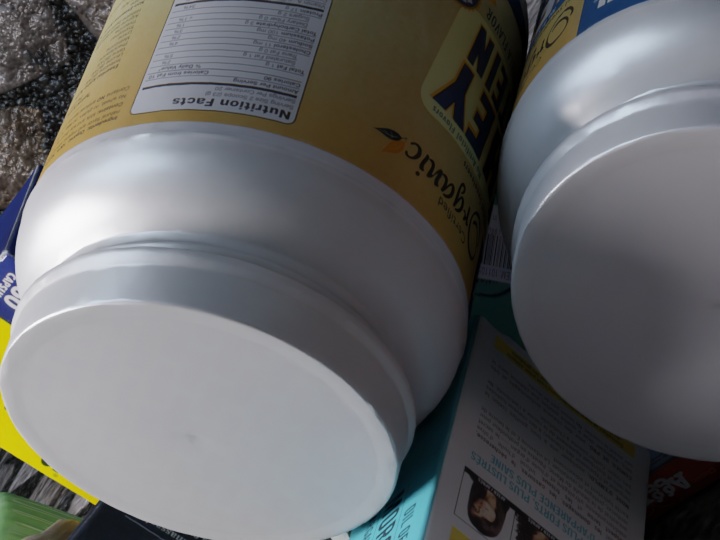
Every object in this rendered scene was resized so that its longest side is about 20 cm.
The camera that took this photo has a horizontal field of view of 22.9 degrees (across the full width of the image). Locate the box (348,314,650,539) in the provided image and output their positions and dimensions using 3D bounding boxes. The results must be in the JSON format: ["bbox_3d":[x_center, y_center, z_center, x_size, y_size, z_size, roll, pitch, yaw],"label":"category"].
[{"bbox_3d":[0.038,0.102,0.536,0.049,0.082,0.200,-46,12,30],"label":"box"}]

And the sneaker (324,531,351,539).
[{"bbox_3d":[-0.015,0.115,0.622,0.200,0.088,0.074,-116,22,-52],"label":"sneaker"}]

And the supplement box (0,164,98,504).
[{"bbox_3d":[-0.136,0.054,1.004,0.109,0.200,0.110,-48,18,23],"label":"supplement box"}]

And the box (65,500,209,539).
[{"bbox_3d":[-0.086,0.169,0.705,0.200,0.107,0.149,-53,-8,-49],"label":"box"}]

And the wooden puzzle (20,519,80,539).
[{"bbox_3d":[-0.148,0.218,0.867,0.200,0.037,0.186,106,166,-84],"label":"wooden puzzle"}]

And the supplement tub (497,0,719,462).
[{"bbox_3d":[0.123,-0.050,0.583,0.145,0.144,0.200,-44,17,36],"label":"supplement tub"}]

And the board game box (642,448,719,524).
[{"bbox_3d":[0.077,0.079,0.698,0.200,0.019,0.103,-42,20,42],"label":"board game box"}]

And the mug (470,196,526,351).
[{"bbox_3d":[0.006,0.005,0.742,0.114,0.152,0.185,8,45,40],"label":"mug"}]

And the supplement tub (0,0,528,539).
[{"bbox_3d":[-0.028,-0.027,0.580,0.144,0.144,0.200,-40,27,47],"label":"supplement tub"}]

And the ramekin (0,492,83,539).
[{"bbox_3d":[-0.218,0.234,1.089,0.200,0.097,0.200,-57,16,26],"label":"ramekin"}]
